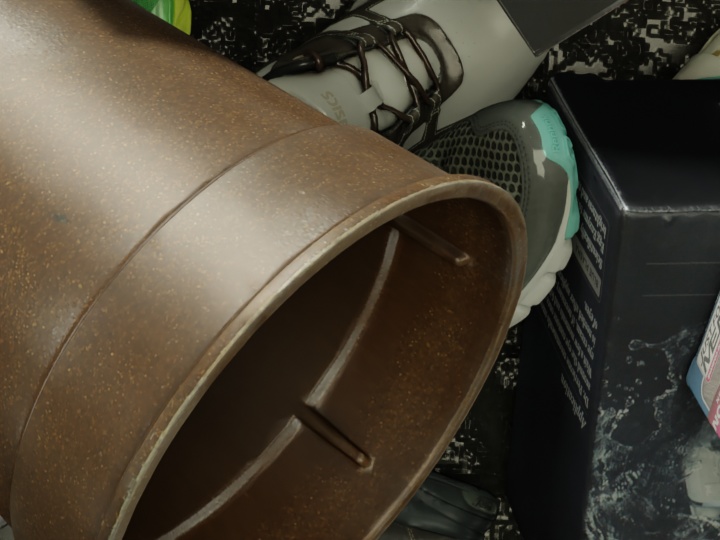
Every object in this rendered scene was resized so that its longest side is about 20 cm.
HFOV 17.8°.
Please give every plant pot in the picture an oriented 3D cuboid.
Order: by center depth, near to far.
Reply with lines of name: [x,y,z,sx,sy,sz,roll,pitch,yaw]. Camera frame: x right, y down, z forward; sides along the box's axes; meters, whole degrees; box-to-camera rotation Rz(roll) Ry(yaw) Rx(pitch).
plant pot: [-0.083,0.002,0.774,0.198,0.200,0.200,37,92,23]

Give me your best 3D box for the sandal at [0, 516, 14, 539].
sandal: [-0.146,0.131,0.947,0.075,0.045,0.200,22,94,-8]

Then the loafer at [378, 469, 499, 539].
loafer: [-0.043,0.093,0.930,0.200,0.073,0.072,20,86,-13]

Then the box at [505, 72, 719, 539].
box: [0.170,0.035,0.898,0.196,0.118,0.200,-2,119,-10]

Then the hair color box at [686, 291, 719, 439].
hair color box: [0.226,0.026,0.802,0.199,0.061,0.100,8,116,-15]

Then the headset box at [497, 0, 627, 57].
headset box: [0.071,-0.178,0.854,0.077,0.200,0.149,-31,99,26]

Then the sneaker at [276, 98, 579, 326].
sneaker: [0.000,0.000,0.874,0.091,0.200,0.078,2,59,-42]

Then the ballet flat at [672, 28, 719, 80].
ballet flat: [0.180,-0.072,0.957,0.199,0.067,0.071,-8,73,-5]

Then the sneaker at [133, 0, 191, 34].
sneaker: [-0.131,-0.059,0.904,0.083,0.074,0.200,24,94,-34]

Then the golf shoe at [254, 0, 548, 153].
golf shoe: [0.005,-0.067,0.917,0.200,0.094,0.078,-36,98,-3]
